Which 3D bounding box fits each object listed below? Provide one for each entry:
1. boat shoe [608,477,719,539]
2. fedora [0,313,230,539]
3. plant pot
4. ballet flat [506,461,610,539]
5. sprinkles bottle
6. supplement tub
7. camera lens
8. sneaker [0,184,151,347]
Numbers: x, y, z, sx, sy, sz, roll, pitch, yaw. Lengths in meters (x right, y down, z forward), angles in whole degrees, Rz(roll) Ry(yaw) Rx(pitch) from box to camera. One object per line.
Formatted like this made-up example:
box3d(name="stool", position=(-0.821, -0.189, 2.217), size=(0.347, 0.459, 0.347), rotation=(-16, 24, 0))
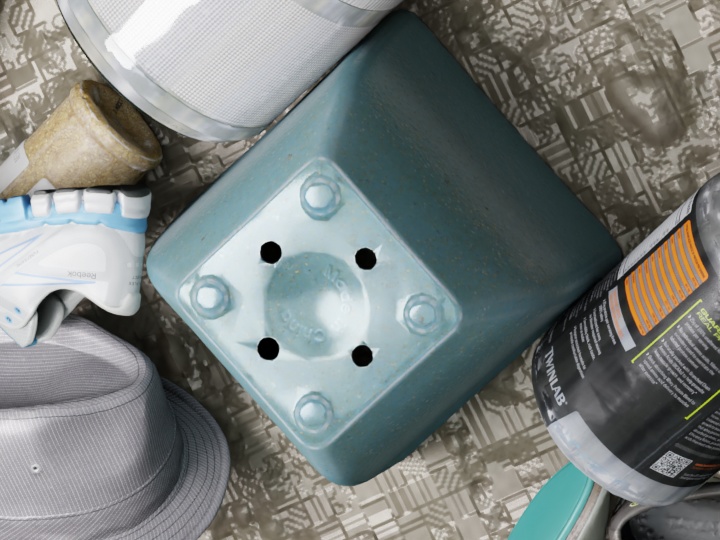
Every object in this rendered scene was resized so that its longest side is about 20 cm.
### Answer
box3d(name="boat shoe", position=(0.239, 0.151, 1.623), size=(0.200, 0.061, 0.072), rotation=(1, 100, 13))
box3d(name="fedora", position=(-0.176, 0.084, 1.641), size=(0.199, 0.177, 0.091), rotation=(7, 130, 13))
box3d(name="plant pot", position=(0.000, 0.000, 1.579), size=(0.196, 0.200, 0.196), rotation=(-42, 90, 16))
box3d(name="ballet flat", position=(0.099, 0.193, 1.672), size=(0.064, 0.067, 0.200), rotation=(29, 108, -22))
box3d(name="sprinkles bottle", position=(-0.204, -0.021, 1.691), size=(0.200, 0.068, 0.068), rotation=(-44, 89, 16))
box3d(name="supplement tub", position=(0.194, 0.027, 1.552), size=(0.123, 0.122, 0.200), rotation=(47, 126, 1))
box3d(name="camera lens", position=(-0.058, -0.180, 1.565), size=(0.200, 0.160, 0.160), rotation=(-41, 89, 27))
box3d(name="sneaker", position=(-0.207, 0.000, 1.615), size=(0.199, 0.075, 0.087), rotation=(-3, 92, 27))
